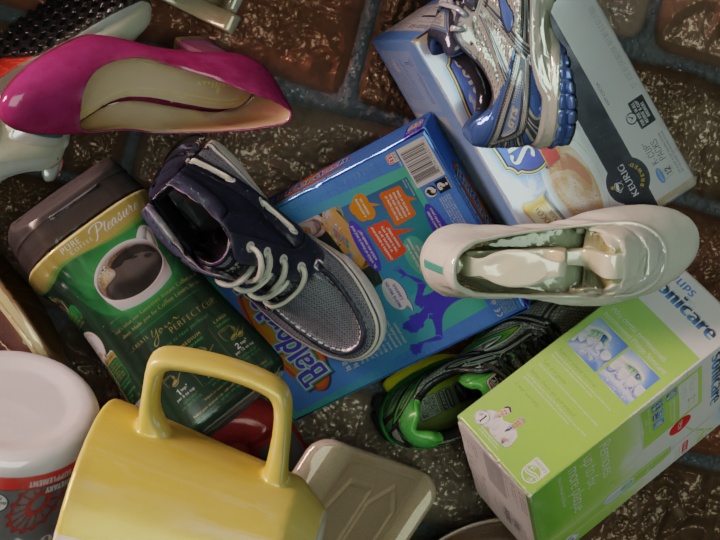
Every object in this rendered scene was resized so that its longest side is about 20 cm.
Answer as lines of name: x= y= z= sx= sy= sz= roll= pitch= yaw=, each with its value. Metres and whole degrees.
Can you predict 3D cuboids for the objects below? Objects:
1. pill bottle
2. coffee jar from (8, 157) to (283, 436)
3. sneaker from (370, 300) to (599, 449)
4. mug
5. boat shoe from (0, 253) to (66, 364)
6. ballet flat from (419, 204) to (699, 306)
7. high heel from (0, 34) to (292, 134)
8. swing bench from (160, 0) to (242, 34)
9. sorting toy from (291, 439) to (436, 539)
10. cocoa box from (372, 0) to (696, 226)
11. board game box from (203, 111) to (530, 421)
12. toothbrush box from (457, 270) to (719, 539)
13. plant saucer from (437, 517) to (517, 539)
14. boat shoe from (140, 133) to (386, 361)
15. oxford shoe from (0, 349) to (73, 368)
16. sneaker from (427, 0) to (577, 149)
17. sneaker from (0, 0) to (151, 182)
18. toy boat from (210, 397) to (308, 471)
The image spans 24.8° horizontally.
pill bottle: x=-0.237 y=0.163 z=1.082 sx=0.115 sy=0.116 sz=0.201 roll=3 pitch=125 yaw=-14
coffee jar: x=-0.151 y=0.024 z=1.134 sx=0.104 sy=0.085 sz=0.200 roll=-37 pitch=86 yaw=-19
sneaker: x=0.108 y=0.080 z=1.229 sx=0.200 sy=0.085 sz=0.078 roll=-32 pitch=103 yaw=-8
mug: x=-0.102 y=0.161 z=1.021 sx=0.153 sy=0.187 sz=0.150 roll=15 pitch=51 yaw=3
boat shoe: x=-0.284 y=0.007 z=1.117 sx=0.072 sy=0.072 sz=0.200 roll=-44 pitch=85 yaw=1
ballet flat: x=0.141 y=-0.005 z=1.099 sx=0.199 sy=0.069 sz=0.070 roll=-3 pitch=98 yaw=-10
high heel: x=-0.140 y=-0.115 z=1.095 sx=0.200 sy=0.096 sz=0.068 roll=-23 pitch=138 yaw=-40
swing bench: x=-0.112 y=-0.287 z=1.082 sx=0.129 sy=0.200 sz=0.199 roll=26 pitch=90 yaw=6
sorting toy: x=-0.036 y=0.210 z=1.184 sx=0.036 sy=0.200 sz=0.185 roll=33 pitch=90 yaw=28
cocoa box: x=0.121 y=-0.115 z=1.180 sx=0.131 sy=0.133 sz=0.200 roll=-33 pitch=103 yaw=-6
board game box: x=0.000 y=0.000 z=1.173 sx=0.200 sy=0.045 sz=0.152 roll=-26 pitch=104 yaw=17
toothbrush box: x=0.179 y=0.105 z=1.203 sx=0.200 sy=0.146 sz=0.086 roll=-37 pitch=61 yaw=-12
plant saucer: x=0.105 y=0.286 z=1.281 sx=0.200 sy=0.037 sz=0.201 roll=-2 pitch=99 yaw=-13
boat shoe: x=-0.068 y=0.000 z=1.110 sx=0.200 sy=0.093 sz=0.075 roll=42 pitch=112 yaw=-6
oxford shoe: x=-0.274 y=0.133 z=1.153 sx=0.075 sy=0.070 sz=0.200 roll=31 pitch=90 yaw=-18
sneaker: x=0.084 y=-0.172 z=1.060 sx=0.085 sy=0.077 sz=0.201 roll=-12 pitch=97 yaw=-4
sneaker: x=-0.222 y=-0.118 z=1.143 sx=0.200 sy=0.070 sz=0.094 roll=-37 pitch=129 yaw=-13
toy boat: x=-0.116 y=0.185 z=1.166 sx=0.200 sy=0.131 sz=0.131 roll=-35 pitch=104 yaw=-7
